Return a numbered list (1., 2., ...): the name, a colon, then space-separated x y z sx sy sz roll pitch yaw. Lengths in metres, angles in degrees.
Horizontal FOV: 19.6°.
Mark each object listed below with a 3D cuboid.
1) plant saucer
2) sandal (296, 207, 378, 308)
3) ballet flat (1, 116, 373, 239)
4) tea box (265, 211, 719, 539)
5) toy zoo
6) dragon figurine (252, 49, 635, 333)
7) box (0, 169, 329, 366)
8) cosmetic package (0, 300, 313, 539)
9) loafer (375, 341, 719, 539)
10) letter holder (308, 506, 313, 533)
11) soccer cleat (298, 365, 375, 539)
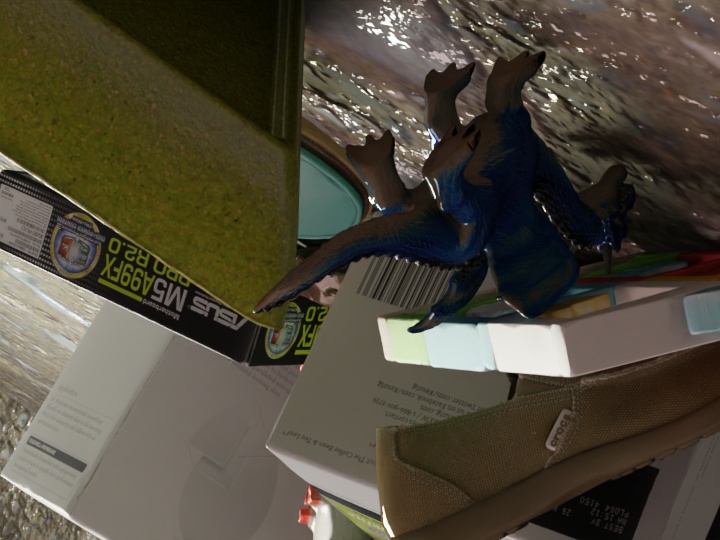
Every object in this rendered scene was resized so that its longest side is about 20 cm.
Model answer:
1. plant saucer: -0.090 -0.097 0.751 0.199 0.048 0.200 35 -154 -21
2. sandal: 0.001 0.001 1.085 0.079 0.058 0.201 17 162 46
3. ballet flat: -0.087 -0.070 0.922 0.198 0.063 0.069 15 134 -9
4. tea box: 0.096 0.090 1.011 0.199 0.135 0.197 18 163 28
5. toy zoo: 0.102 0.014 0.792 0.130 0.021 0.200 -13 -176 -22
6. dragon figurine: 0.042 -0.012 0.753 0.058 0.200 0.100 -8 116 33
7. box: -0.090 -0.001 1.187 0.199 0.045 0.160 23 -170 29
8. cosmetic package: -0.103 0.114 1.444 0.199 0.201 0.123 38 168 -32
9. loafer: 0.091 0.055 0.853 0.068 0.199 0.076 62 176 5
10. letter holder: 0.082 0.161 1.336 0.200 0.143 0.100 37 166 -29
11. soccer cleat: 0.005 0.114 1.156 0.077 0.201 0.070 5 129 -7
